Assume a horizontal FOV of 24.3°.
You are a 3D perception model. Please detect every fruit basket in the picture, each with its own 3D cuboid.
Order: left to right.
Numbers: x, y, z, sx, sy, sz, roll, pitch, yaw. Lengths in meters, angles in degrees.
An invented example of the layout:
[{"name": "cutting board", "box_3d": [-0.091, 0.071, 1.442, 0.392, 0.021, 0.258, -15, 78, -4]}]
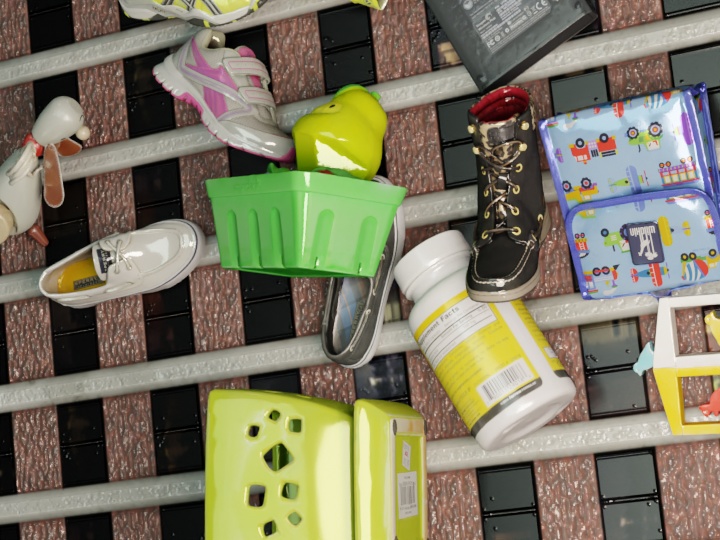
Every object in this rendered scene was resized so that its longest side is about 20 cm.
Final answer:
[{"name": "fruit basket", "box_3d": [-0.047, -0.096, 1.676, 0.215, 0.154, 0.219, -16, 71, 54]}]

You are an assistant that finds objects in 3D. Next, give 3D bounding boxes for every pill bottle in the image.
[{"name": "pill bottle", "box_3d": [0.115, 0.065, 1.630, 0.111, 0.111, 0.201, -36, 71, 17]}]

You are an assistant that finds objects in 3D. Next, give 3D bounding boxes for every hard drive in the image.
[{"name": "hard drive", "box_3d": [0.133, -0.300, 1.704, 0.139, 0.033, 0.201, -35, 72, 18]}]

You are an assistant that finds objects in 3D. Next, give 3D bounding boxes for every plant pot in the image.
[{"name": "plant pot", "box_3d": [-0.035, 0.217, 1.641, 0.179, 0.200, 0.202, -3, 83, 16]}]

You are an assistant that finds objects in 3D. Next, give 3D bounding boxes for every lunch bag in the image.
[{"name": "lunch bag", "box_3d": [0.270, -0.064, 1.599, 0.149, 0.094, 0.203, -11, 96, 22]}]

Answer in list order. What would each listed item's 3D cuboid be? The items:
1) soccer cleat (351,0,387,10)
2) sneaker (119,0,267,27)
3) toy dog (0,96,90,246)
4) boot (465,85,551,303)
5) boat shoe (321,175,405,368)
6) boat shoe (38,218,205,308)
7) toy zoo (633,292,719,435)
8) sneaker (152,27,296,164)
[{"name": "soccer cleat", "box_3d": [-0.008, -0.306, 1.734, 0.199, 0.064, 0.085, -12, 89, 40]}, {"name": "sneaker", "box_3d": [-0.185, -0.316, 1.814, 0.198, 0.077, 0.076, 2, 42, 22]}, {"name": "toy dog", "box_3d": [-0.357, -0.095, 1.867, 0.200, 0.096, 0.133, -35, 27, 46]}, {"name": "boot", "box_3d": [0.134, -0.072, 1.566, 0.072, 0.200, 0.152, 0, 118, 20]}, {"name": "boat shoe", "box_3d": [0.000, 0.000, 1.719, 0.068, 0.056, 0.203, 7, 87, 25]}, {"name": "boat shoe", "box_3d": [-0.266, -0.008, 1.833, 0.198, 0.070, 0.072, -16, 78, 22]}, {"name": "toy zoo", "box_3d": [0.353, 0.085, 1.557, 0.198, 0.020, 0.133, -6, 93, 24]}, {"name": "sneaker", "box_3d": [-0.134, -0.191, 1.787, 0.200, 0.081, 0.089, 42, 103, 22]}]
